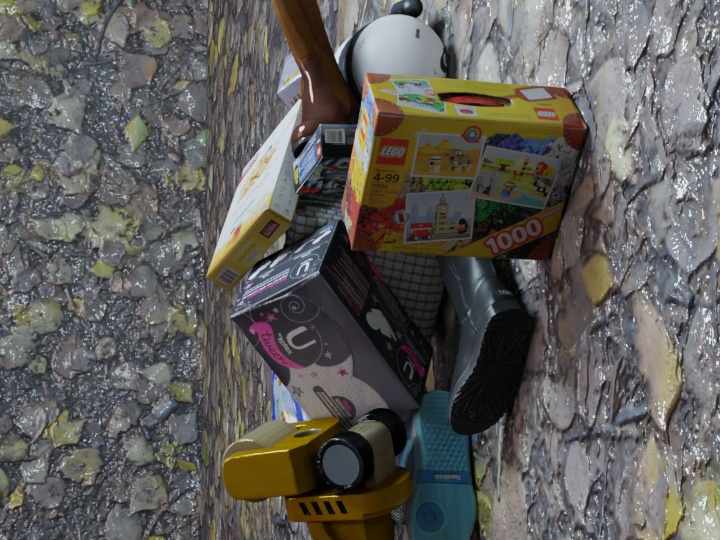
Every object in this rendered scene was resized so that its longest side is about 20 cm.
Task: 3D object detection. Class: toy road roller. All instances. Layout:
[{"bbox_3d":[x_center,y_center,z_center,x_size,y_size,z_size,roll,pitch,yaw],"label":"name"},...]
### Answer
[{"bbox_3d":[-0.040,0.238,1.555,0.123,0.197,0.148,-23,-75,-63],"label":"toy road roller"}]

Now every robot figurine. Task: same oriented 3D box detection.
[{"bbox_3d":[0.035,-0.240,1.764,0.152,0.123,0.200,67,166,-5],"label":"robot figurine"}]

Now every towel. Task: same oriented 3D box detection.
[{"bbox_3d":[0.000,0.000,1.699,0.086,0.197,0.168,-87,8,-59],"label":"towel"}]

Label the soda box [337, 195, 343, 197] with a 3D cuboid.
[{"bbox_3d":[-0.016,-0.048,1.768,0.070,0.199,0.063,-57,15,-3],"label":"soda box"}]

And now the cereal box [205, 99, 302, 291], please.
[{"bbox_3d":[-0.111,-0.089,1.690,0.144,0.039,0.202,-46,22,39],"label":"cereal box"}]

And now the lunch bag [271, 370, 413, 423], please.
[{"bbox_3d":[-0.018,0.177,1.805,0.200,0.167,0.126,-138,45,-71],"label":"lunch bag"}]

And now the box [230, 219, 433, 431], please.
[{"bbox_3d":[-0.030,0.072,1.615,0.201,0.131,0.115,54,-152,-20],"label":"box"}]

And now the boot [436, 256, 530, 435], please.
[{"bbox_3d":[0.111,0.048,1.517,0.201,0.065,0.167,-113,37,-53],"label":"boot"}]

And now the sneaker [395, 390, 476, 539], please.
[{"bbox_3d":[0.075,0.249,1.619,0.131,0.078,0.203,125,154,-61],"label":"sneaker"}]

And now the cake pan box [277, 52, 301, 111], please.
[{"bbox_3d":[-0.029,-0.185,1.859,0.201,0.052,0.185,54,-165,-16],"label":"cake pan box"}]

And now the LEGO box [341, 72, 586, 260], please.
[{"bbox_3d":[0.092,-0.095,1.352,0.078,0.197,0.151,-106,23,-53],"label":"LEGO box"}]

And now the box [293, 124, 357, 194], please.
[{"bbox_3d":[0.036,-0.118,1.574,0.137,0.197,0.041,138,130,-71],"label":"box"}]

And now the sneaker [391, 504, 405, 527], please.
[{"bbox_3d":[0.010,0.291,1.813,0.199,0.077,0.093,-26,73,55],"label":"sneaker"}]

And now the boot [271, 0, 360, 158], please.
[{"bbox_3d":[-0.059,-0.235,1.634,0.188,0.068,0.203,-32,-75,-64],"label":"boot"}]
